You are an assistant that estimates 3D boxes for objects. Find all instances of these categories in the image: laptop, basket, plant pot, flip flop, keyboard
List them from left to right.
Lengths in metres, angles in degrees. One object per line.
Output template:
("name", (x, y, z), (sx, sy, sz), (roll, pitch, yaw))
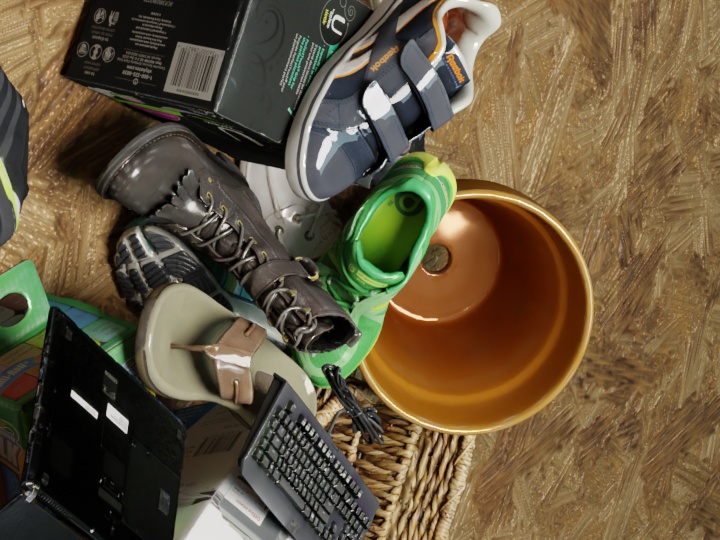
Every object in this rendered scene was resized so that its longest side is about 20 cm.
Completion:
("laptop", (-0.205, 0.158, 1.295), (0.177, 0.102, 0.202), (50, 36, -51))
("flip flop", (-0.085, 0.066, 1.392), (0.200, 0.057, 0.082), (36, 59, -45))
("keyboard", (-0.025, 0.134, 1.456), (0.128, 0.020, 0.200), (-67, 150, -23))
("basket", (-0.015, 0.191, 1.668), (0.142, 0.148, 0.202), (21, 88, -55))
("plant pot", (0.076, 0.012, 1.661), (0.198, 0.183, 0.202), (-2, 105, -8))

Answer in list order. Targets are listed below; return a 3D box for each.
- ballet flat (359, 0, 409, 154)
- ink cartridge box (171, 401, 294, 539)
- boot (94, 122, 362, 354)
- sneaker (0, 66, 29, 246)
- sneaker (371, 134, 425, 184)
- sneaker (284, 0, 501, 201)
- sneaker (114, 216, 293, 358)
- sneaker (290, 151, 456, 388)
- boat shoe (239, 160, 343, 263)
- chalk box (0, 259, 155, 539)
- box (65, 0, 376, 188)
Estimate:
("ballet flat", (0.022, -0.185, 1.539), (0.068, 0.067, 0.201), (30, 38, -57))
("ink cartridge box", (-0.124, 0.190, 1.480), (0.084, 0.144, 0.200), (52, 48, -21))
("boot", (-0.084, -0.015, 1.416), (0.069, 0.174, 0.200), (-47, 156, 15))
("sneaker", (-0.258, -0.110, 1.297), (0.083, 0.071, 0.202), (-63, 153, -57))
("sneaker", (0.015, -0.129, 1.618), (0.200, 0.075, 0.115), (7, 91, -79))
("sneaker", (0.025, -0.128, 1.392), (0.201, 0.079, 0.079), (-57, 142, -22))
("sneaker", (-0.119, 0.007, 1.532), (0.200, 0.077, 0.080), (40, 43, -49))
("sneaker", (0.000, 0.000, 1.507), (0.201, 0.074, 0.084), (-61, 175, 17))
("boat shoe", (-0.044, -0.035, 1.601), (0.071, 0.069, 0.201), (-41, 134, -36))
("chalk box", (-0.221, 0.096, 1.363), (0.125, 0.123, 0.202), (-35, 130, -42))
("box", (-0.081, -0.153, 1.431), (0.200, 0.148, 0.125), (22, 84, -55))
